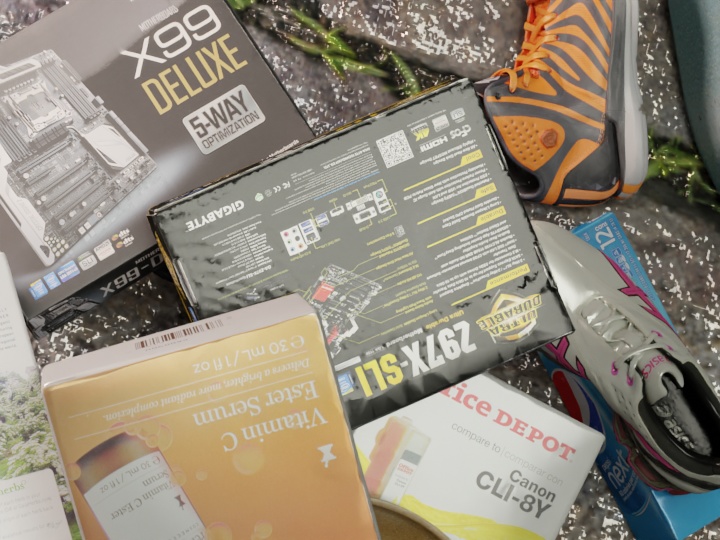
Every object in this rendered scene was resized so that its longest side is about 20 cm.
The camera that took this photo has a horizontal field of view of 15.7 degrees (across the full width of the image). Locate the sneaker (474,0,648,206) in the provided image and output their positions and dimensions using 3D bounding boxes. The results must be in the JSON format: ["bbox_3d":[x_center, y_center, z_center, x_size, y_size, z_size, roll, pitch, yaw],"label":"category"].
[{"bbox_3d":[0.114,-0.139,1.646,0.112,0.078,0.200,-6,83,-19],"label":"sneaker"}]

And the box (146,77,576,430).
[{"bbox_3d":[0.000,0.000,1.478,0.200,0.049,0.160,-24,97,-7],"label":"box"}]

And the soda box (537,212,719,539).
[{"bbox_3d":[0.167,0.069,1.637,0.068,0.064,0.200,-28,90,-19],"label":"soda box"}]

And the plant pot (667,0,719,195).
[{"bbox_3d":[0.322,-0.111,1.656,0.196,0.196,0.200,-4,92,-18],"label":"plant pot"}]

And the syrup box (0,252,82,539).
[{"bbox_3d":[-0.216,0.097,1.454,0.079,0.081,0.200,-14,82,-20],"label":"syrup box"}]

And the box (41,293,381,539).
[{"bbox_3d":[-0.072,0.130,1.397,0.152,0.106,0.200,-16,95,-5],"label":"box"}]

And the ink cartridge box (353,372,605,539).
[{"bbox_3d":[0.033,0.149,1.552,0.145,0.083,0.200,28,86,-10],"label":"ink cartridge box"}]

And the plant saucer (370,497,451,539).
[{"bbox_3d":[-0.020,0.223,1.484,0.200,0.035,0.200,-1,95,-9],"label":"plant saucer"}]

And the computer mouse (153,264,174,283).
[{"bbox_3d":[-0.051,0.016,1.592,0.200,0.046,0.141,9,91,-16],"label":"computer mouse"}]

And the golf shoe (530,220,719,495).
[{"bbox_3d":[0.161,0.046,1.558,0.073,0.092,0.200,-42,94,-17],"label":"golf shoe"}]

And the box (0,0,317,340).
[{"bbox_3d":[-0.146,-0.078,1.528,0.200,0.050,0.158,-31,75,-8],"label":"box"}]
